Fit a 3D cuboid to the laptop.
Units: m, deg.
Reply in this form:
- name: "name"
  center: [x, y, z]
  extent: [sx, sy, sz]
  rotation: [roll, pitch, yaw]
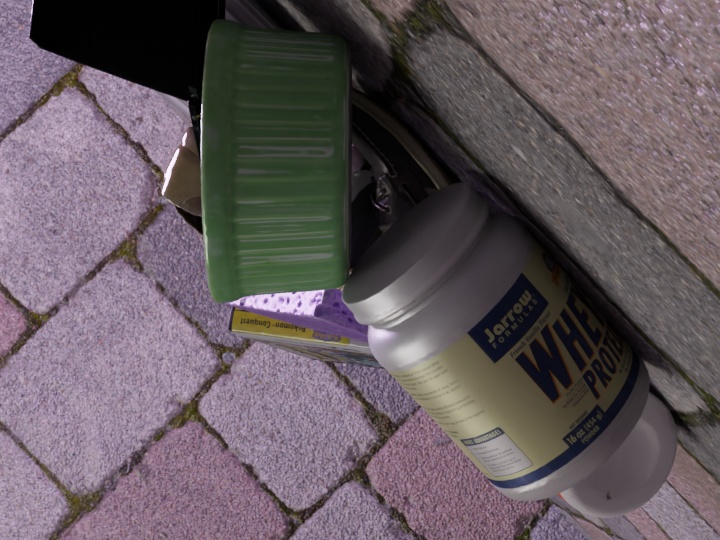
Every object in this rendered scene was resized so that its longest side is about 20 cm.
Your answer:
- name: "laptop"
  center: [-0.156, -0.178, 1.158]
  extent: [0.200, 0.102, 0.178]
  rotation: [88, -177, -64]

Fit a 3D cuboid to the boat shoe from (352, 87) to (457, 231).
- name: "boat shoe"
  center: [0.041, -0.053, 1.276]
  extent: [0.201, 0.066, 0.072]
  rotation: [46, 176, -7]

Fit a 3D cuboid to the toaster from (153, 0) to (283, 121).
- name: "toaster"
  center: [-0.116, -0.176, 1.358]
  extent: [0.129, 0.114, 0.200]
  rotation: [41, 177, 10]

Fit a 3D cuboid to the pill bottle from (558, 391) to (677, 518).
- name: "pill bottle"
  center: [0.165, 0.115, 1.360]
  extent: [0.110, 0.110, 0.200]
  rotation: [48, 176, -28]

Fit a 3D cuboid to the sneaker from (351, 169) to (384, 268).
- name: "sneaker"
  center: [0.029, -0.037, 1.353]
  extent: [0.084, 0.075, 0.200]
  rotation: [32, -158, 13]

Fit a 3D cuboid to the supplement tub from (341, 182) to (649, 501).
- name: "supplement tub"
  center: [0.096, 0.051, 1.186]
  extent: [0.200, 0.145, 0.145]
  rotation: [47, 176, -15]

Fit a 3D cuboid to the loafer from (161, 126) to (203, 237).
- name: "loafer"
  center: [-0.124, -0.061, 1.443]
  extent: [0.076, 0.067, 0.200]
  rotation: [43, 177, 27]

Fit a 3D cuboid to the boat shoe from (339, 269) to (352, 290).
- name: "boat shoe"
  center: [0.000, 0.000, 1.467]
  extent: [0.199, 0.069, 0.071]
  rotation: [5, 125, 28]

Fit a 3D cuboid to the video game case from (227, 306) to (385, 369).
- name: "video game case"
  center: [0.000, 0.071, 1.539]
  extent: [0.180, 0.026, 0.200]
  rotation: [6, 171, 25]

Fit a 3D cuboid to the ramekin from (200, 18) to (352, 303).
- name: "ramekin"
  center: [-0.055, -0.077, 1.172]
  extent: [0.200, 0.097, 0.202]
  rotation: [0, -90, -89]

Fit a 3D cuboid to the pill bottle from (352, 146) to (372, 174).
- name: "pill bottle"
  center: [-0.011, -0.043, 1.560]
  extent: [0.200, 0.114, 0.114]
  rotation: [46, 176, -12]

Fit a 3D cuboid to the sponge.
- name: "sponge"
  center: [-0.025, 0.033, 1.317]
  extent: [0.111, 0.030, 0.200]
  rotation: [18, 175, -26]
